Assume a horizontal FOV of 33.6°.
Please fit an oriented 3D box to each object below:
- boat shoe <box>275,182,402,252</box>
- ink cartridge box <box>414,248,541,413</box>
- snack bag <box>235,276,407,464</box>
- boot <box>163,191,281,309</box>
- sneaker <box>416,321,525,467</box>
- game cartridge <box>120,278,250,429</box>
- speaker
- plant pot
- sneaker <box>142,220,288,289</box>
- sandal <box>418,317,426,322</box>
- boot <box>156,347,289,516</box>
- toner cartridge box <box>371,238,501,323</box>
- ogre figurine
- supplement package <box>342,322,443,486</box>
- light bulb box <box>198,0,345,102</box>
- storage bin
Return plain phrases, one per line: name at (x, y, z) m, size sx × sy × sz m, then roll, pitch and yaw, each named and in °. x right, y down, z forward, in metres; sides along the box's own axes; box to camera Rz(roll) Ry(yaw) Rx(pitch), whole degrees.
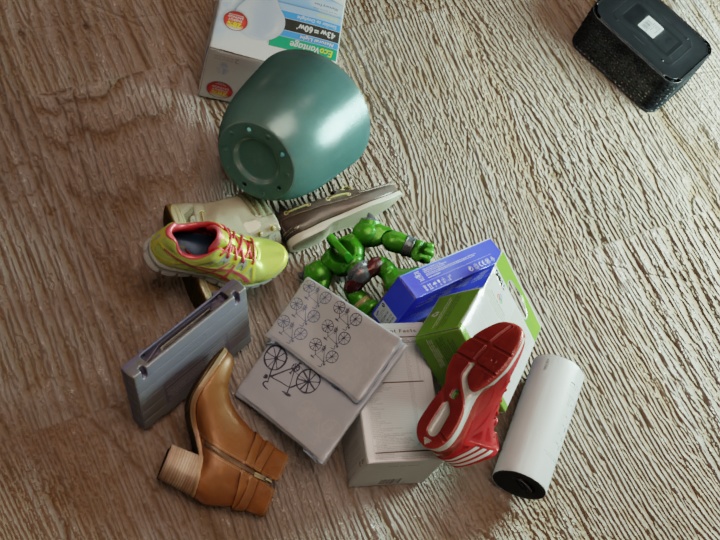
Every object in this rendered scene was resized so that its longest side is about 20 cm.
boat shoe at (-0.031, -0.093, 1.783) m, size 0.200 × 0.072 × 0.060 m, roll -25°, pitch 76°, yaw -20°
ink cartridge box at (0.172, 0.088, 1.674) m, size 0.148 × 0.076 × 0.200 m, roll 61°, pitch 36°, yaw -21°
snack bag at (-0.062, 0.132, 1.602) m, size 0.189 × 0.021 × 0.200 m, roll 34°, pitch 87°, yaw 31°
boot at (-0.181, -0.021, 1.704) m, size 0.155 × 0.072 × 0.200 m, roll -14°, pitch 68°, yaw -25°
sneaker at (0.159, 0.168, 1.566) m, size 0.200 × 0.116 × 0.078 m, roll -49°, pitch 47°, yaw -9°
game cartridge at (-0.229, 0.111, 1.588) m, size 0.038 × 0.130 × 0.200 m, roll 37°, pitch 59°, yaw 21°
speaker at (0.254, 0.222, 1.695) m, size 0.081 × 0.081 × 0.200 m, roll 26°, pitch 60°, yaw -2°
plant pot at (-0.111, -0.194, 1.716) m, size 0.201 × 0.201 × 0.161 m, roll 37°, pitch 45°, yaw 5°
sneaker at (-0.187, -0.026, 1.610) m, size 0.200 × 0.090 × 0.078 m, roll 3°, pitch 63°, yaw -24°
sandal at (0.140, 0.120, 1.733) m, size 0.200 × 0.048 × 0.075 m, roll 37°, pitch 60°, yaw 4°
boot at (-0.164, 0.216, 1.579) m, size 0.155 × 0.074 × 0.200 m, roll 23°, pitch 79°, yaw -10°
toner cartridge box at (0.114, 0.022, 1.722) m, size 0.200 × 0.095 × 0.043 m, roll -22°, pitch 68°, yaw -41°
ogre figurine at (0.000, 0.000, 1.723) m, size 0.200 × 0.098 × 0.120 m, roll -46°, pitch 73°, yaw 15°
supplement package at (0.035, 0.183, 1.636) m, size 0.114 × 0.110 × 0.200 m, roll 0°, pitch 64°, yaw -16°
light bulb box at (-0.136, -0.364, 1.861) m, size 0.198 × 0.125 × 0.200 m, roll 12°, pitch 60°, yaw -10°
storage bin at (0.488, -0.392, 2.071) m, size 0.200 × 0.094 × 0.135 m, roll 45°, pitch 61°, yaw 8°
